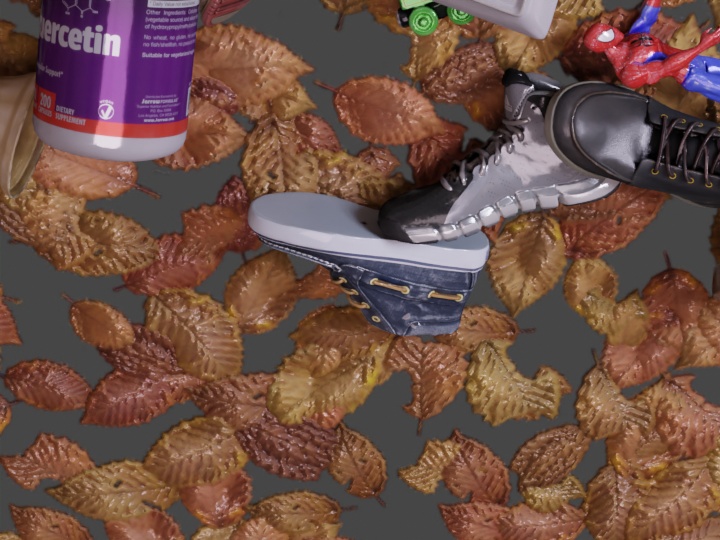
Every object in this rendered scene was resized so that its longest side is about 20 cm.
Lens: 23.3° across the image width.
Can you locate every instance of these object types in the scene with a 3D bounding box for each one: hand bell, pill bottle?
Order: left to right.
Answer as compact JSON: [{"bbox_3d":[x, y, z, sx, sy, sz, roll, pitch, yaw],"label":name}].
[{"bbox_3d":[-0.337,-0.134,1.305,0.199,0.104,0.105,18,121,0],"label":"hand bell"},{"bbox_3d":[-0.171,-0.185,1.237,0.112,0.113,0.201,5,106,-7],"label":"pill bottle"}]

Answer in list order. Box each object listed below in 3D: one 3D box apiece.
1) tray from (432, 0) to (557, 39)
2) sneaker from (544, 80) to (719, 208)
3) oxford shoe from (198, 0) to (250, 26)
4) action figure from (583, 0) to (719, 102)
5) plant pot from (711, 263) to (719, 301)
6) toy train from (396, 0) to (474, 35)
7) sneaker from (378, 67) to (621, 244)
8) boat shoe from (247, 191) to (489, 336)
[{"bbox_3d":[0.051,-0.241,1.239,0.199,0.022,0.108,21,124,10],"label":"tray"},{"bbox_3d":[0.240,-0.096,1.314,0.199,0.106,0.075,14,88,-31],"label":"sneaker"},{"bbox_3d":[-0.082,-0.266,1.245,0.075,0.070,0.200,40,126,13],"label":"oxford shoe"},{"bbox_3d":[0.269,-0.169,1.318,0.199,0.065,0.099,14,128,-13],"label":"action figure"},{"bbox_3d":[0.380,-0.023,1.377,0.199,0.201,0.093,2,83,-5],"label":"plant pot"},{"bbox_3d":[0.118,-0.226,1.288,0.199,0.042,0.057,-16,112,7],"label":"toy train"},{"bbox_3d":[0.102,-0.098,1.356,0.199,0.075,0.116,-15,118,-6],"label":"sneaker"},{"bbox_3d":[0.000,0.000,1.404,0.199,0.071,0.091,10,118,-12],"label":"boat shoe"}]
